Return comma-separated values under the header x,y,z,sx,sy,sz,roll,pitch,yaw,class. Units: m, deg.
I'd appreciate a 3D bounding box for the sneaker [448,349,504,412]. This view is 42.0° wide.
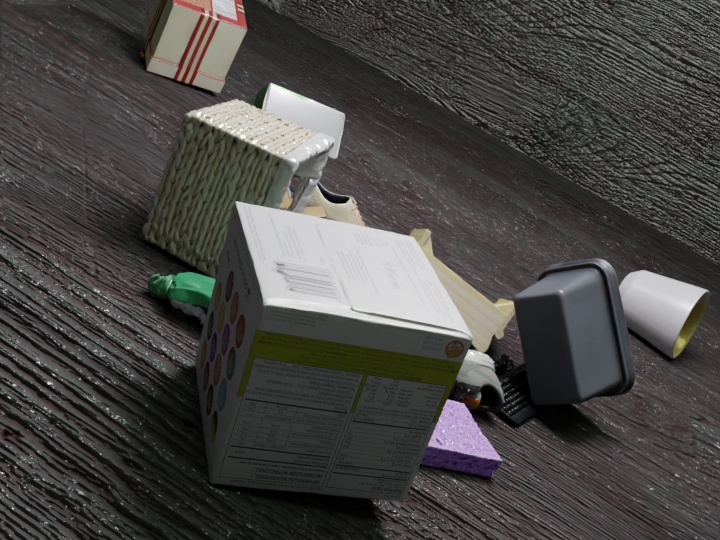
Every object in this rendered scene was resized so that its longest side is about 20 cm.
x,y,z,sx,sy,sz,roll,pitch,yaw,class
0.108,0.138,1.190,0.198,0.074,0.080,12,34,-35,sneaker

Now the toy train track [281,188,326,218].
x,y,z,sx,sy,sz,roll,pitch,yaw,class
-0.122,-0.107,1.457,0.113,0.033,0.201,-4,49,-18,toy train track

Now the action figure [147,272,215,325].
x,y,z,sx,sy,sz,roll,pitch,yaw,class
-0.153,0.046,1.092,0.198,0.055,0.118,21,22,-1,action figure

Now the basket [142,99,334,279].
x,y,z,sx,sy,sz,roll,pitch,yaw,class
-0.158,-0.108,1.247,0.160,0.200,0.200,28,20,5,basket

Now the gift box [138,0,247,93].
x,y,z,sx,sy,sz,roll,pitch,yaw,class
-0.340,-0.492,1.930,0.183,0.187,0.201,17,38,-24,gift box

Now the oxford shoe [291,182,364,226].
x,y,z,sx,sy,sz,roll,pitch,yaw,class
-0.020,-0.074,1.505,0.199,0.074,0.071,32,18,-16,oxford shoe

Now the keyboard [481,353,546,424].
x,y,z,sx,sy,sz,roll,pitch,yaw,class
0.224,0.156,1.340,0.104,0.040,0.199,37,21,21,keyboard

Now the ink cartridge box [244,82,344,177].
x,y,z,sx,sy,sz,roll,pitch,yaw,class
-0.139,-0.224,1.564,0.145,0.085,0.199,19,-14,-27,ink cartridge box

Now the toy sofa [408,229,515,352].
x,y,z,sx,sy,sz,roll,pitch,yaw,class
0.135,0.032,1.431,0.199,0.098,0.083,37,-5,-11,toy sofa

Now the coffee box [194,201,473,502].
x,y,z,sx,sy,sz,roll,pitch,yaw,class
-0.040,0.079,0.916,0.198,0.200,0.200,10,26,-19,coffee box

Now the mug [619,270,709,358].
x,y,z,sx,sy,sz,roll,pitch,yaw,class
0.594,0.089,1.895,0.152,0.188,0.149,29,51,28,mug

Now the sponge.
x,y,z,sx,sy,sz,roll,pitch,yaw,class
0.061,0.179,1.088,0.198,0.030,0.112,17,23,-28,sponge

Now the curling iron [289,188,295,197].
x,y,z,sx,sy,sz,roll,pitch,yaw,class
-0.164,-0.136,1.496,0.198,0.026,0.050,20,43,-34,curling iron

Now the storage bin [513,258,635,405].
x,y,z,sx,sy,sz,roll,pitch,yaw,class
0.286,0.097,1.337,0.144,0.203,0.134,-9,3,40,storage bin
